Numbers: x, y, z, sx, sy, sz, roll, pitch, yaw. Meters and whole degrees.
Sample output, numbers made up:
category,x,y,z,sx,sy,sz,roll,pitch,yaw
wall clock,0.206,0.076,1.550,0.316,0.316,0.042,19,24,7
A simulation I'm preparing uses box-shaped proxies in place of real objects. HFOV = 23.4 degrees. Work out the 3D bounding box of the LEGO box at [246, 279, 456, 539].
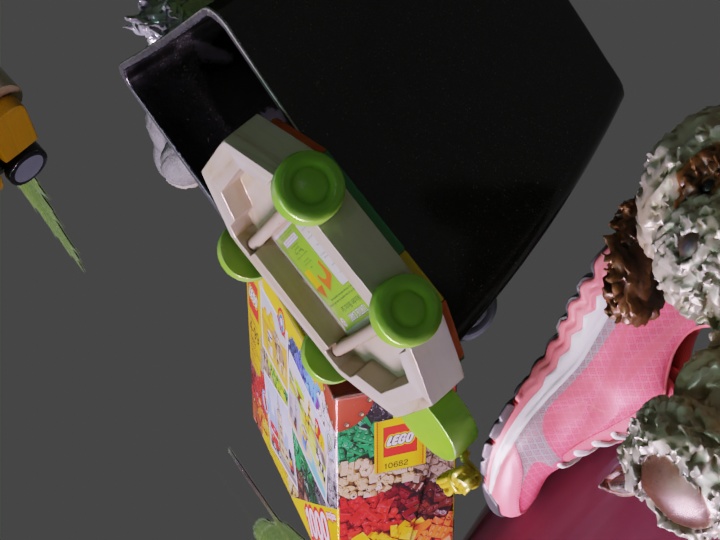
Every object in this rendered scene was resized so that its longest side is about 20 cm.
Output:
category,x,y,z,sx,sy,sz,roll,pitch,yaw
LEGO box,-0.009,0.080,1.089,0.200,0.076,0.150,-123,28,-56

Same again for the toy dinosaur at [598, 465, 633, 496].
category,x,y,z,sx,sy,sz,roll,pitch,yaw
toy dinosaur,0.242,0.123,0.942,0.198,0.087,0.136,26,173,0

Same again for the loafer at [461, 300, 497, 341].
category,x,y,z,sx,sy,sz,roll,pitch,yaw
loafer,0.014,-0.023,1.242,0.200,0.072,0.063,47,168,6

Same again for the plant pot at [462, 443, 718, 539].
category,x,y,z,sx,sy,sz,roll,pitch,yaw
plant pot,0.158,0.174,1.088,0.200,0.179,0.200,45,162,18

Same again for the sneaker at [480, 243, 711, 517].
category,x,y,z,sx,sy,sz,roll,pitch,yaw
sneaker,0.137,0.072,0.979,0.086,0.074,0.201,34,115,15

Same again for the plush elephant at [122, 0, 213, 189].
category,x,y,z,sx,sy,sz,roll,pitch,yaw
plush elephant,-0.049,-0.109,1.065,0.154,0.166,0.200,28,180,9

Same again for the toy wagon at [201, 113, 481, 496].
category,x,y,z,sx,sy,sz,roll,pitch,yaw
toy wagon,-0.002,0.019,0.828,0.201,0.039,0.155,51,163,-2

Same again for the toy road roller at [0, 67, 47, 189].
category,x,y,z,sx,sy,sz,roll,pitch,yaw
toy road roller,-0.465,-0.157,2.033,0.123,0.146,0.201,44,161,18

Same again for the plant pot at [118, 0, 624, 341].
category,x,y,z,sx,sy,sz,roll,pitch,yaw
plant pot,0.016,-0.089,0.923,0.200,0.177,0.200,55,161,-11

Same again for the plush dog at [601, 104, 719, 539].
category,x,y,z,sx,sy,sz,roll,pitch,yaw
plush dog,0.192,-0.001,0.784,0.173,0.159,0.200,59,138,21
